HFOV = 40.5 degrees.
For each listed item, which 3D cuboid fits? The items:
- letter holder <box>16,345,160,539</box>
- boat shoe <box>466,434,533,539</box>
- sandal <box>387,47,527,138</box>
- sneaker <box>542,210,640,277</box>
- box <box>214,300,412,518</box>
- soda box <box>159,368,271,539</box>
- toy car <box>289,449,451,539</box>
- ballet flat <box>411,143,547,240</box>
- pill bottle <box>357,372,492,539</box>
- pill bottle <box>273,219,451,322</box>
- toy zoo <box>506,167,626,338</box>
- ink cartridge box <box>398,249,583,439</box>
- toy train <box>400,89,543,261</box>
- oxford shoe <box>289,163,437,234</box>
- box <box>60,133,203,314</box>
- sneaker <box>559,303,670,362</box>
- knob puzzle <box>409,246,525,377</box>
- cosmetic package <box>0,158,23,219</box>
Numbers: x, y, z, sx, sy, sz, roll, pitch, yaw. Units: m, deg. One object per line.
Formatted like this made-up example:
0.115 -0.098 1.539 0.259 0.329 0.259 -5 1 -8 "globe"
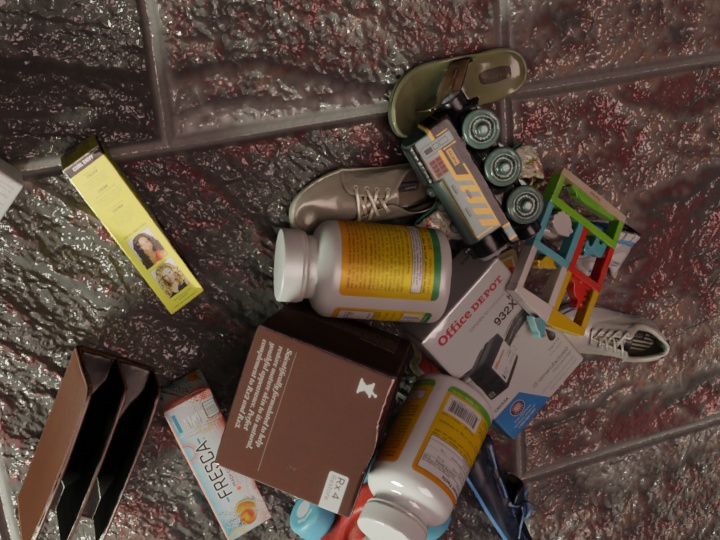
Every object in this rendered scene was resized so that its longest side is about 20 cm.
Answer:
-0.303 0.212 1.100 0.099 0.142 0.203 20 97 -25 "letter holder"
0.203 0.317 1.364 0.068 0.084 0.201 -31 117 3 "boat shoe"
0.121 -0.223 1.188 0.198 0.057 0.081 -24 113 -13 "sandal"
0.283 -0.031 1.303 0.197 0.075 0.088 12 107 -24 "sneaker"
-0.046 0.148 1.123 0.161 0.200 0.169 20 99 5 "box"
-0.179 0.226 1.194 0.063 0.068 0.203 -26 112 -12 "soda box"
0.040 0.348 1.244 0.184 0.200 0.178 41 88 -26 "toy car"
0.154 -0.085 1.229 0.199 0.076 0.064 -37 73 -7 "ballet flat"
0.075 0.236 1.184 0.111 0.110 0.202 47 57 -26 "pill bottle"
0.000 0.000 1.150 0.196 0.113 0.115 3 105 -13 "pill bottle"
0.255 -0.008 1.222 0.130 0.020 0.203 30 76 -29 "toy zoo"
0.167 0.091 1.249 0.145 0.084 0.200 -46 114 -4 "ink cartridge box"
0.134 -0.109 1.157 0.113 0.085 0.202 -32 106 3 "toy train"
0.009 -0.088 1.185 0.196 0.058 0.077 -13 114 -15 "oxford shoe"
-0.252 -0.051 1.083 0.050 0.075 0.201 -36 116 -5 "box"
0.346 0.088 1.361 0.196 0.071 0.075 2 105 -22 "sneaker"
0.158 0.096 1.311 0.215 0.030 0.224 -6 107 -20 "knob puzzle"
-0.448 -0.043 1.004 0.112 0.081 0.201 37 91 -26 "cosmetic package"
